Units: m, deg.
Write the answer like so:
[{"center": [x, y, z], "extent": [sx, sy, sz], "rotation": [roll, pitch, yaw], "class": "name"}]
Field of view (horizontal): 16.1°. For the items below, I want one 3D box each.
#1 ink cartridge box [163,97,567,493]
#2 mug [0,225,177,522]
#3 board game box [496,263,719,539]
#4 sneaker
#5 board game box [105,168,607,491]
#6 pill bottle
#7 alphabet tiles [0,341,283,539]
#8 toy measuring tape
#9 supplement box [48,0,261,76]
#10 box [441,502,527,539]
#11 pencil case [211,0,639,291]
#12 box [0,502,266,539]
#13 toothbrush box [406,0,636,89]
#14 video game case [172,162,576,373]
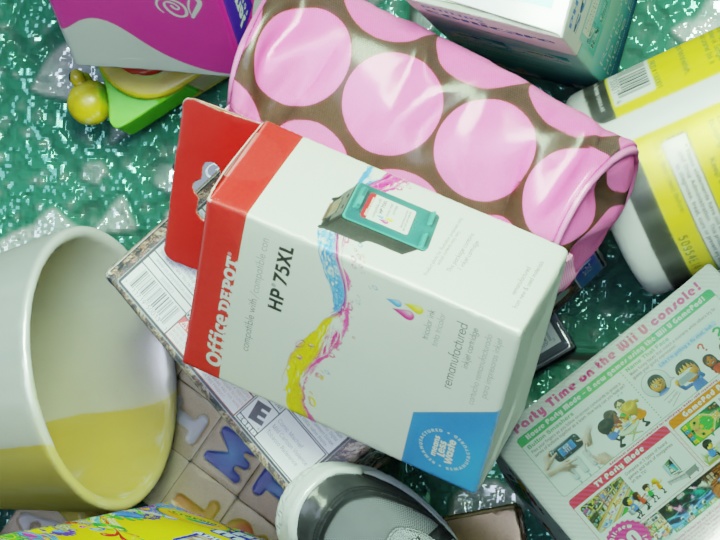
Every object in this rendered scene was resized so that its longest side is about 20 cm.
[{"center": [-0.013, 0.010, 1.207], "extent": [0.199, 0.067, 0.116], "rotation": [23, 135, 11], "class": "ink cartridge box"}, {"center": [-0.201, 0.080, 1.357], "extent": [0.153, 0.149, 0.187], "rotation": [-10, 65, 24], "class": "mug"}, {"center": [0.180, 0.118, 1.247], "extent": [0.147, 0.064, 0.200], "rotation": [-37, 62, -5], "class": "board game box"}, {"center": [0.050, 0.168, 1.245], "extent": [0.200, 0.114, 0.076], "rotation": [45, 74, -27], "class": "sneaker"}, {"center": [0.000, 0.000, 1.320], "extent": [0.200, 0.097, 0.160], "rotation": [-41, 79, 3], "class": "board game box"}, {"center": [0.215, -0.076, 1.292], "extent": [0.199, 0.114, 0.115], "rotation": [-24, 81, 10], "class": "pill bottle"}, {"center": [-0.080, 0.115, 1.399], "extent": [0.167, 0.008, 0.200], "rotation": [36, 94, 13], "class": "alphabet tiles"}, {"center": [-0.079, -0.145, 1.389], "extent": [0.200, 0.074, 0.074], "rotation": [-31, 80, 9], "class": "toy measuring tape"}, {"center": [-0.094, -0.213, 1.341], "extent": [0.103, 0.101, 0.201], "rotation": [7, 62, 13], "class": "supplement box"}, {"center": [0.003, 0.223, 1.360], "extent": [0.199, 0.021, 0.164], "rotation": [-12, 85, 9], "class": "box"}, {"center": [0.031, -0.062, 1.230], "extent": [0.199, 0.091, 0.094], "rotation": [25, 57, 12], "class": "pencil case"}, {"center": [-0.114, 0.236, 1.272], "extent": [0.122, 0.193, 0.201], "rotation": [17, 97, 21], "class": "box"}, {"center": [0.095, -0.180, 1.283], "extent": [0.085, 0.200, 0.147], "rotation": [15, 88, 14], "class": "toothbrush box"}, {"center": [0.006, -0.008, 1.379], "extent": [0.143, 0.019, 0.200], "rotation": [-31, 79, 5], "class": "video game case"}]
